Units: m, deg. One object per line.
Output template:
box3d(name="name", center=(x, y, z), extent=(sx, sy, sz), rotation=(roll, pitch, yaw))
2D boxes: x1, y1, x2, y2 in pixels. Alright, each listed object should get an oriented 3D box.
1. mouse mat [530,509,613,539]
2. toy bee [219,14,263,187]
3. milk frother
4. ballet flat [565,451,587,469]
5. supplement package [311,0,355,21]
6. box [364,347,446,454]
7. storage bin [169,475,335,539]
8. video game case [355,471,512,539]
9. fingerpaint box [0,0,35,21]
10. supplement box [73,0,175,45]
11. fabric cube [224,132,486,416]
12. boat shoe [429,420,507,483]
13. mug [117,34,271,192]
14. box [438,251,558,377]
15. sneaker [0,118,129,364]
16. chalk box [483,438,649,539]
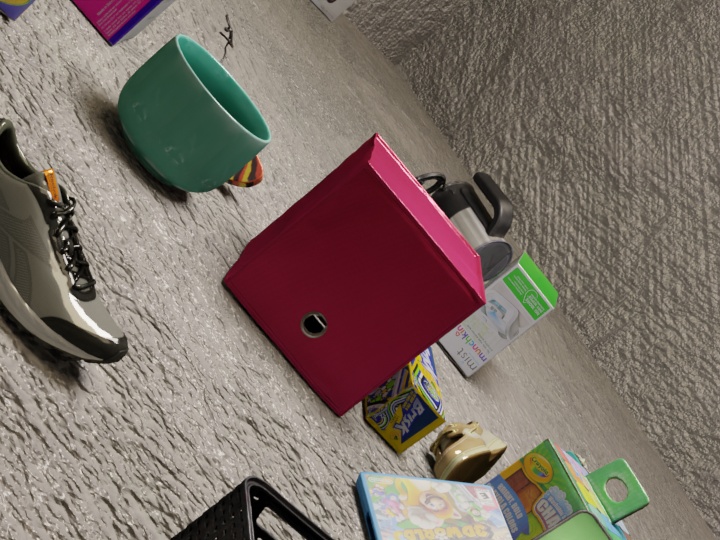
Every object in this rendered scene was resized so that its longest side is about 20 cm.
box3d(name="mouse mat", center=(0.184, 0.332, 1.167), extent=(0.162, 0.199, 0.008), rotation=(56, -23, 20))
box3d(name="toy bee", center=(-0.187, -0.191, 1.522), extent=(0.131, 0.108, 0.202), rotation=(85, -9, -63))
box3d(name="milk frother", center=(0.190, -0.097, 2.529), extent=(0.198, 0.182, 0.189), rotation=(-9, 47, -24))
box3d(name="ballet flat", center=(0.329, 0.339, 1.878), extent=(0.200, 0.075, 0.064), rotation=(-79, 144, -70))
box3d(name="supplement package", center=(-0.080, -0.845, 3.474), extent=(0.191, 0.200, 0.148), rotation=(39, 18, -42))
box3d(name="box", center=(0.048, 0.127, 1.468), extent=(0.064, 0.070, 0.200), rotation=(49, 13, -18))
box3d(name="storage bin", center=(-0.052, 0.240, 0.746), extent=(0.135, 0.094, 0.200), rotation=(44, 13, -27))
box3d(name="video game case", center=(0.081, 0.262, 1.151), extent=(0.142, 0.018, 0.201), rotation=(10, 29, -17))
box3d(name="fingerpaint box", center=(-0.408, -0.372, 1.259), extent=(0.200, 0.073, 0.167), rotation=(40, 17, -42))
box3d(name="supplement box", center=(-0.324, -0.388, 1.538), extent=(0.200, 0.103, 0.101), rotation=(50, 13, -9))
box3d(name="fabric cube", center=(0.000, 0.000, 1.365), extent=(0.197, 0.199, 0.200), rotation=(50, 12, -9))
box3d(name="boat shoe", center=(0.116, 0.217, 1.485), extent=(0.066, 0.074, 0.200), rotation=(41, 8, 16))
box3d(name="mug", center=(-0.183, -0.160, 1.362), extent=(0.152, 0.114, 0.185), rotation=(52, 12, 8))
box3d(name="box", center=(0.220, 0.069, 2.000), extent=(0.097, 0.176, 0.200), rotation=(51, 13, 2))
box3d(name="sneaker", center=(-0.228, -0.019, 0.888), extent=(0.201, 0.079, 0.074), rotation=(53, 11, 1))
box3d(name="chalk box", center=(0.205, 0.272, 1.314), extent=(0.124, 0.200, 0.125), rotation=(39, 17, -44))
